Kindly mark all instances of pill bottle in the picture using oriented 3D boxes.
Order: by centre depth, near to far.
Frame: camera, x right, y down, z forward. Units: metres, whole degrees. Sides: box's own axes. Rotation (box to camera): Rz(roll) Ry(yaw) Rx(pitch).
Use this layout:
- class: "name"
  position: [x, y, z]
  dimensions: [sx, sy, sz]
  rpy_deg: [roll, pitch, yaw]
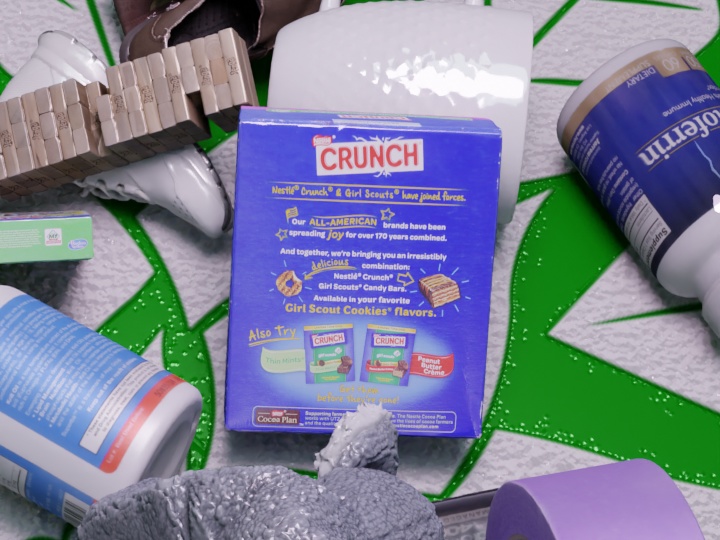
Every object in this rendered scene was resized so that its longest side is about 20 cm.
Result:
- class: "pill bottle"
  position: [-0.209, 0.078, 1.246]
  dimensions: [0.199, 0.112, 0.112]
  rpy_deg: [29, 59, 9]
- class: "pill bottle"
  position: [0.234, -0.054, 1.389]
  dimensions: [0.115, 0.116, 0.200]
  rpy_deg: [-24, 65, -21]

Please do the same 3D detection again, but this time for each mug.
- class: "mug"
  position: [0.028, -0.139, 1.386]
  dimensions: [0.174, 0.148, 0.201]
  rpy_deg: [6, 73, 1]

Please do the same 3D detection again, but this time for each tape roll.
- class: "tape roll"
  position: [0.141, 0.215, 1.158]
  dimensions: [0.084, 0.200, 0.201]
  rpy_deg: [-7, 59, -13]

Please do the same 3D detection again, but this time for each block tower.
- class: "block tower"
  position: [-0.167, -0.101, 1.326]
  dimensions: [0.199, 0.054, 0.058]
  rpy_deg: [-15, 77, 10]

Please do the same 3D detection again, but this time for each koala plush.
- class: "koala plush"
  position: [-0.024, 0.172, 1.150]
  dimensions: [0.199, 0.184, 0.178]
  rpy_deg: [-12, 74, -45]

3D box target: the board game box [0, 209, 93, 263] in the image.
- class: "board game box"
  position: [-0.275, -0.020, 1.290]
  dimensions: [0.199, 0.135, 0.029]
  rpy_deg: [-2, 93, -10]

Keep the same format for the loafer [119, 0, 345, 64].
- class: "loafer"
  position: [-0.074, -0.181, 1.409]
  dimensions: [0.200, 0.071, 0.073]
  rpy_deg: [-36, 105, -22]

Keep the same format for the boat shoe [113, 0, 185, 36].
- class: "boat shoe"
  position: [-0.091, -0.210, 1.478]
  dimensions: [0.199, 0.072, 0.072]
  rpy_deg: [-17, 92, -29]

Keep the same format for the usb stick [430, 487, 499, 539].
- class: "usb stick"
  position: [0.057, 0.173, 1.272]
  dimensions: [0.199, 0.033, 0.056]
  rpy_deg: [-10, 67, -14]

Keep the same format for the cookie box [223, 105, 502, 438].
- class: "cookie box"
  position: [0.000, 0.000, 1.279]
  dimensions: [0.170, 0.075, 0.201]
  rpy_deg: [3, 102, -6]

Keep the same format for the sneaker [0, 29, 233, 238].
- class: "sneaker"
  position: [-0.170, -0.080, 1.386]
  dimensions: [0.200, 0.075, 0.087]
  rpy_deg: [38, 78, 18]
